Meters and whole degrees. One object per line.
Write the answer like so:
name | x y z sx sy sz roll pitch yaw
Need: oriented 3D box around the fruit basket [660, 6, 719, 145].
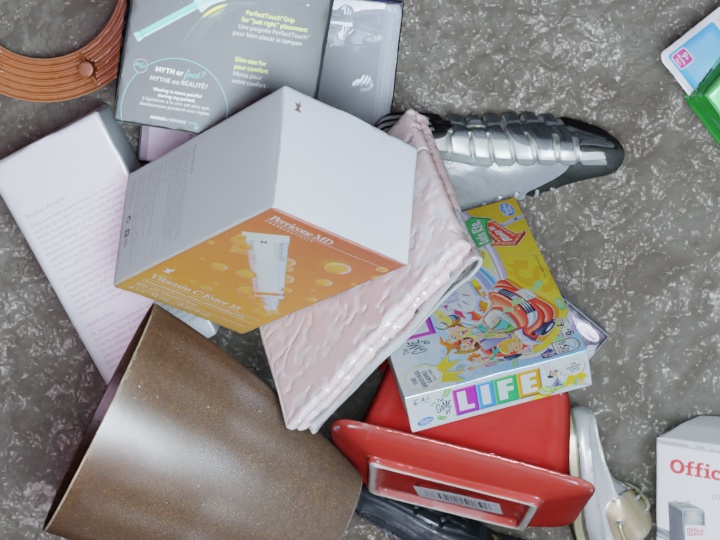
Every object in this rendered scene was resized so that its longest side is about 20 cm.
fruit basket | 0.365 -0.155 1.492 0.200 0.094 0.185 -37 97 3

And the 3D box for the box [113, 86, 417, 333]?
box | -0.071 -0.039 1.396 0.124 0.200 0.098 22 60 -34

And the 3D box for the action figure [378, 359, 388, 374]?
action figure | -0.032 -0.006 1.539 0.065 0.052 0.200 -43 97 14

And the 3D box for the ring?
ring | -0.253 -0.233 1.506 0.200 0.019 0.201 1 97 7

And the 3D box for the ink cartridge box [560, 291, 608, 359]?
ink cartridge box | 0.101 0.095 1.562 0.099 0.039 0.200 38 98 -7

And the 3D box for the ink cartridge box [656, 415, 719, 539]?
ink cartridge box | 0.316 0.227 1.529 0.145 0.085 0.201 5 100 36

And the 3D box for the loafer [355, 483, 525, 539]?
loafer | 0.080 0.237 1.570 0.200 0.068 0.071 27 108 -1

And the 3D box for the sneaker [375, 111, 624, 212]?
sneaker | 0.106 -0.063 1.527 0.199 0.075 0.116 4 114 -1

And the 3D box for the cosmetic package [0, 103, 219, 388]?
cosmetic package | -0.201 -0.020 1.527 0.101 0.071 0.200 -27 99 6

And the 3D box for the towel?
towel | 0.000 0.000 1.420 0.032 0.191 0.200 31 113 -30

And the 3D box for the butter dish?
butter dish | 0.086 0.106 1.469 0.199 0.199 0.148 13 74 4

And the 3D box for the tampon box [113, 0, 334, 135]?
tampon box | -0.099 -0.205 1.436 0.149 0.126 0.201 9 99 -9

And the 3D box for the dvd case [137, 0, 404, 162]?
dvd case | -0.072 -0.151 1.528 0.199 0.025 0.151 7 100 0

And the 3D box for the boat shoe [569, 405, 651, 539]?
boat shoe | 0.203 0.200 1.566 0.068 0.075 0.200 -11 109 -1

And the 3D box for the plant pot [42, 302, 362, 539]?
plant pot | -0.107 0.152 1.431 0.200 0.187 0.187 27 99 -7

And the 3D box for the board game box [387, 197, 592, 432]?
board game box | 0.078 0.029 1.417 0.134 0.200 0.034 -15 127 -3
